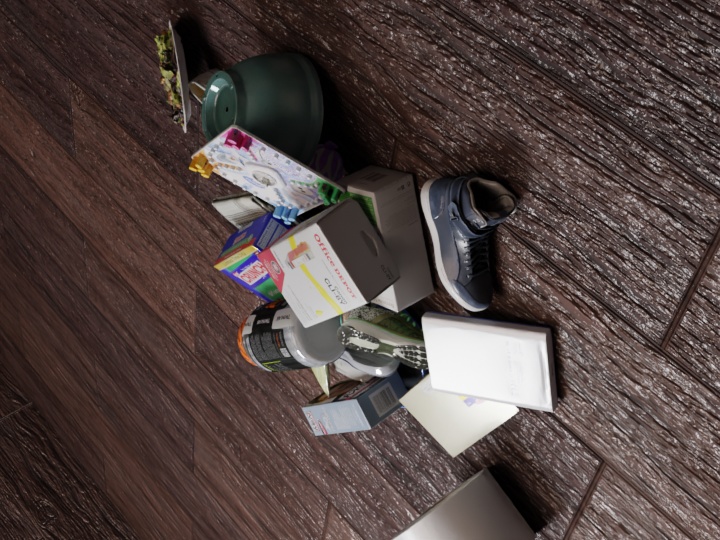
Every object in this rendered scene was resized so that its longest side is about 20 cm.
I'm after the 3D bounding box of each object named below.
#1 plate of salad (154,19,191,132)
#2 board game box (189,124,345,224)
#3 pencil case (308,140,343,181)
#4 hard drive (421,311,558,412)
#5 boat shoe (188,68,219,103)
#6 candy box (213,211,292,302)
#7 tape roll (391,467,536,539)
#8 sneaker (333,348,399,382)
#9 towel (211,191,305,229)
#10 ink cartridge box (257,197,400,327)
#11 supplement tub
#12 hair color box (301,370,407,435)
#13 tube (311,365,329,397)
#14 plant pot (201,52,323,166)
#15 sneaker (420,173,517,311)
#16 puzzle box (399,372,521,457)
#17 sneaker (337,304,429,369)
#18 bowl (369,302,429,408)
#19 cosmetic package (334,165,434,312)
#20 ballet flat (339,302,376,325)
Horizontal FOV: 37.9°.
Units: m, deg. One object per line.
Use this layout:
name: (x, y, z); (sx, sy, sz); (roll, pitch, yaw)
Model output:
plate of salad: (-0.339, -0.348, 1.896); (0.200, 0.048, 0.202); (172, 90, -78)
board game box: (-0.149, -0.142, 1.624); (0.199, 0.026, 0.200); (30, 160, -21)
pencil case: (-0.109, -0.163, 1.757); (0.084, 0.086, 0.199); (34, 162, -32)
hard drive: (0.191, 0.133, 1.554); (0.198, 0.025, 0.133); (7, 120, 32)
boat shoe: (-0.232, -0.272, 1.845); (0.200, 0.069, 0.071); (51, 147, 17)
candy box: (-0.131, 0.001, 1.832); (0.199, 0.077, 0.169); (36, 153, -18)
tape roll: (0.167, 0.438, 1.719); (0.140, 0.202, 0.203); (52, 147, 11)
sneaker: (0.010, 0.152, 1.777); (0.199, 0.073, 0.071); (17, 138, 59)
towel: (-0.152, -0.070, 1.848); (0.192, 0.035, 0.199); (43, 155, -26)
ink cartridge box: (-0.051, -0.009, 1.610); (0.146, 0.083, 0.199); (57, 146, -6)
supplement tub: (-0.120, 0.109, 1.796); (0.199, 0.122, 0.124); (-13, 104, 51)
hair color box: (-0.010, 0.232, 1.826); (0.199, 0.099, 0.061); (-21, 98, 58)
tube: (-0.080, 0.145, 1.894); (0.058, 0.052, 0.200); (37, -167, -26)
plant pot: (-0.167, -0.248, 1.650); (0.199, 0.133, 0.203); (-1, 89, 55)
sneaker: (0.166, -0.038, 1.465); (0.146, 0.077, 0.204); (-5, 109, 58)
puzzle box: (0.159, 0.208, 1.668); (0.133, 0.025, 0.200); (47, 138, 3)
sneaker: (0.066, 0.093, 1.673); (0.198, 0.089, 0.077); (17, 149, -6)
bowl: (0.052, 0.137, 1.796); (0.200, 0.039, 0.202); (34, 139, 35)
cosmetic package: (0.038, -0.051, 1.627); (0.107, 0.084, 0.202); (17, 126, 50)
ballet flat: (0.000, 0.000, 1.728); (0.067, 0.068, 0.202); (-3, 92, 25)
